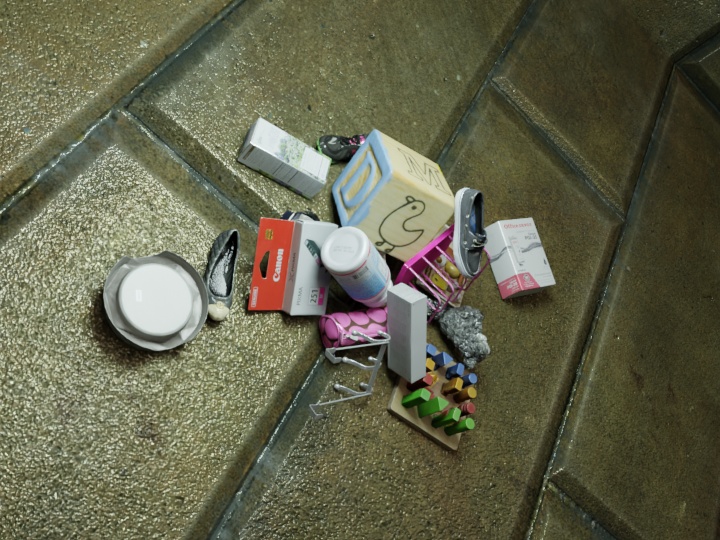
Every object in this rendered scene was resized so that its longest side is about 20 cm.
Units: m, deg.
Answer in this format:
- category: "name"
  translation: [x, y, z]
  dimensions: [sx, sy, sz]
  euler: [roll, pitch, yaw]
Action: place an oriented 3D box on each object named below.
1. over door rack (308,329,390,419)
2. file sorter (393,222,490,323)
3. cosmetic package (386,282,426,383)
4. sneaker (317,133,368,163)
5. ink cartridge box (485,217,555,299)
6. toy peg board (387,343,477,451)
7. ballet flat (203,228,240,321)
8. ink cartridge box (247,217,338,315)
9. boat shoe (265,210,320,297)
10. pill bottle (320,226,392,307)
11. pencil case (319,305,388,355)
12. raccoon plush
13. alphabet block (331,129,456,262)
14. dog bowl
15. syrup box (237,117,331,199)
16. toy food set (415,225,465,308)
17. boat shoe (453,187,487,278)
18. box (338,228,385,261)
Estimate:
- category: "over door rack"
  translation: [-0.029, 0.206, 1.479]
  dimensions: [0.066, 0.149, 0.199]
  euler: [30, 25, 31]
- category: "file sorter"
  translation: [0.192, 0.008, 1.676]
  dimensions: [0.199, 0.139, 0.125]
  euler: [-38, 76, -28]
- category: "cosmetic package"
  translation: [0.101, 0.136, 1.546]
  dimensions: [0.050, 0.082, 0.202]
  euler: [-19, 122, -31]
- category: "sneaker"
  translation: [-0.021, -0.311, 1.761]
  dimensions: [0.198, 0.084, 0.078]
  euler: [-6, 72, -36]
- category: "ink cartridge box"
  translation: [0.427, -0.035, 1.944]
  dimensions: [0.145, 0.083, 0.202]
  euler: [-7, 74, -36]
- category: "toy peg board"
  translation: [0.191, 0.273, 1.639]
  dimensions: [0.199, 0.098, 0.200]
  euler: [35, 54, -17]
- category: "ballet flat"
  translation: [-0.285, 0.006, 1.459]
  dimensions: [0.066, 0.057, 0.202]
  euler: [15, 62, -27]
- category: "ink cartridge box"
  translation: [-0.140, -0.007, 1.502]
  dimensions: [0.172, 0.043, 0.203]
  euler: [2, 101, -40]
- category: "boat shoe"
  translation: [-0.165, -0.040, 1.560]
  dimensions: [0.074, 0.092, 0.201]
  euler: [36, 80, -38]
- category: "pill bottle"
  translation: [0.000, 0.000, 1.535]
  dimensions: [0.200, 0.107, 0.110]
  euler: [53, 38, -53]
- category: "pencil case"
  translation: [0.009, 0.128, 1.582]
  dimensions: [0.198, 0.093, 0.092]
  euler: [-9, 93, -36]
- category: "raccoon plush"
  translation: [0.218, 0.157, 1.704]
  dimensions: [0.197, 0.098, 0.135]
  euler: [10, 38, 0]
- category: "alphabet block"
  translation: [0.075, -0.170, 1.651]
  dimensions: [0.199, 0.196, 0.197]
  euler: [23, 33, -29]
- category: "dog bowl"
  translation: [-0.394, 0.061, 1.360]
  dimensions: [0.198, 0.059, 0.202]
  euler: [14, 62, -28]
- category: "syrup box"
  translation: [-0.173, -0.255, 1.634]
  dimensions: [0.199, 0.081, 0.079]
  euler: [26, 55, -22]
- category: "toy food set"
  translation: [0.230, -0.005, 1.811]
  dimensions: [0.143, 0.060, 0.201]
  euler: [34, 55, -18]
- category: "boat shoe"
  translation: [0.252, -0.082, 1.578]
  dimensions: [0.069, 0.066, 0.203]
  euler: [-5, 97, -36]
- category: "box"
  translation: [-0.040, -0.040, 1.638]
  dimensions: [0.198, 0.068, 0.083]
  euler: [18, 59, -26]
